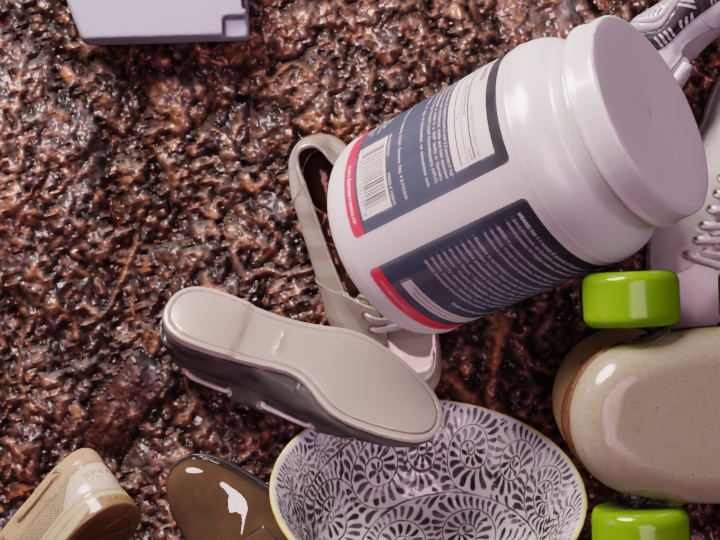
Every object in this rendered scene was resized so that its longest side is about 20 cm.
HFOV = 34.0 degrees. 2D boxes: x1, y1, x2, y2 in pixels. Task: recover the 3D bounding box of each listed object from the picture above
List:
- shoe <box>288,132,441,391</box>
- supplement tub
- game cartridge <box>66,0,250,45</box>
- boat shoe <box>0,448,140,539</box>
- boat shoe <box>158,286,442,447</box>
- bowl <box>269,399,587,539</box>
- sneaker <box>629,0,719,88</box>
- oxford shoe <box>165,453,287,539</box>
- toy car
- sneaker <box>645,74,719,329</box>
[{"bbox_3d":[0.000,0.000,0.805,0.070,0.053,0.200,-25,92,-2],"label":"shoe"},{"bbox_3d":[0.092,-0.054,0.719,0.200,0.140,0.140,-25,92,36],"label":"supplement tub"},{"bbox_3d":[-0.145,-0.255,0.806,0.133,0.040,0.200,-2,90,-6],"label":"game cartridge"},{"bbox_3d":[-0.231,0.207,0.797,0.200,0.071,0.065,-46,57,6],"label":"boat shoe"},{"bbox_3d":[-0.041,0.070,0.794,0.200,0.057,0.067,23,56,6],"label":"boat shoe"},{"bbox_3d":[0.041,0.175,0.763,0.201,0.201,0.094,0,118,-3],"label":"bowl"},{"bbox_3d":[0.192,-0.109,0.806,0.200,0.075,0.115,-30,92,3],"label":"sneaker"},{"bbox_3d":[-0.068,0.194,0.769,0.073,0.084,0.200,-47,66,5],"label":"oxford shoe"},{"bbox_3d":[0.187,0.082,0.743,0.158,0.200,0.164,-2,90,-6],"label":"toy car"},{"bbox_3d":[0.249,-0.052,0.803,0.073,0.085,0.200,15,91,-4],"label":"sneaker"}]
